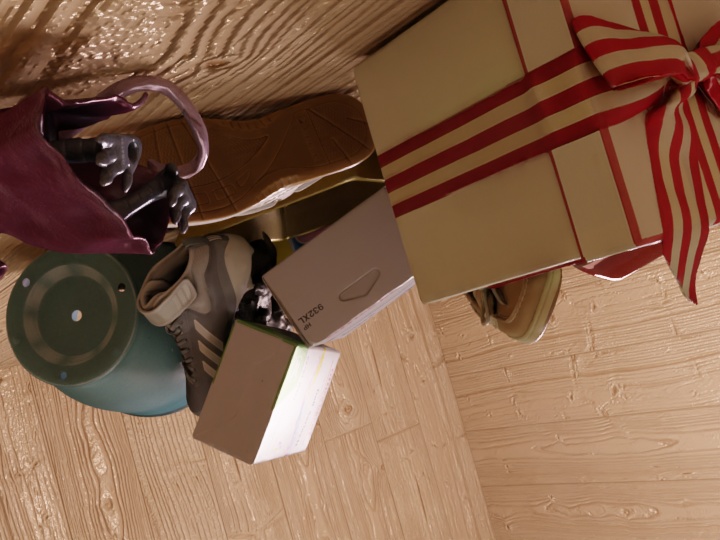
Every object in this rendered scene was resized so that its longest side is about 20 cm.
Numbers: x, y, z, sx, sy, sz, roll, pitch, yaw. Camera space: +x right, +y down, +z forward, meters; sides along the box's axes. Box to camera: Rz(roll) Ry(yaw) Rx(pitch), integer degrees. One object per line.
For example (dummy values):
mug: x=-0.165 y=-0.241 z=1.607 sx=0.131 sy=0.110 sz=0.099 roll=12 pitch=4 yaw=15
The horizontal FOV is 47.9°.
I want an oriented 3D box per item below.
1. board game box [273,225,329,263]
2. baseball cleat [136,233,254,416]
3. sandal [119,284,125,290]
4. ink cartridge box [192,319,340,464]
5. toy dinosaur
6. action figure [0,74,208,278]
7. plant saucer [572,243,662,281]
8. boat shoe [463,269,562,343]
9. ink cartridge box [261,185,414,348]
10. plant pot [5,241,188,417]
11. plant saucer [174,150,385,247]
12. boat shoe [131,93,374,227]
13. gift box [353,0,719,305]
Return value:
board game box: x=-0.096 y=-0.021 z=0.993 sx=0.200 sy=0.040 sz=0.153 roll=-32 pitch=180 yaw=5
baseball cleat: x=-0.161 y=0.054 z=0.756 sx=0.106 sy=0.200 sz=0.070 roll=-3 pitch=-152 yaw=-36
sandal: x=-0.271 y=-0.002 z=1.048 sx=0.200 sy=0.048 sz=0.075 roll=-3 pitch=-175 yaw=31
ink cartridge box: x=-0.081 y=0.120 z=0.810 sx=0.067 sy=0.117 sz=0.200 roll=19 pitch=177 yaw=14
toy dinosaur: x=-0.115 y=0.016 z=0.847 sx=0.077 sy=0.102 sz=0.200 roll=3 pitch=139 yaw=5
action figure: x=-0.196 y=-0.051 z=0.408 sx=0.200 sy=0.134 sz=0.149 roll=-4 pitch=-138 yaw=13
plant saucer: x=0.245 y=-0.066 z=0.660 sx=0.200 sy=0.037 sz=0.200 roll=-32 pitch=-166 yaw=8
boat shoe: x=0.106 y=0.006 z=0.655 sx=0.063 sy=0.073 sz=0.200 roll=19 pitch=-173 yaw=-8
ink cartridge box: x=0.000 y=0.000 z=0.816 sx=0.145 sy=0.084 sz=0.200 roll=-36 pitch=175 yaw=4
plant pot: x=-0.254 y=0.053 z=0.835 sx=0.200 sy=0.200 sz=0.188 roll=-16 pitch=169 yaw=8
plant saucer: x=-0.051 y=-0.075 z=0.786 sx=0.200 sy=0.049 sz=0.200 roll=-18 pitch=176 yaw=26
boat shoe: x=-0.087 y=-0.067 z=0.560 sx=0.200 sy=0.071 sz=0.069 roll=-16 pitch=175 yaw=-24
gift box: x=0.137 y=-0.075 z=0.481 sx=0.184 sy=0.200 sz=0.187 roll=-20 pitch=178 yaw=-38
